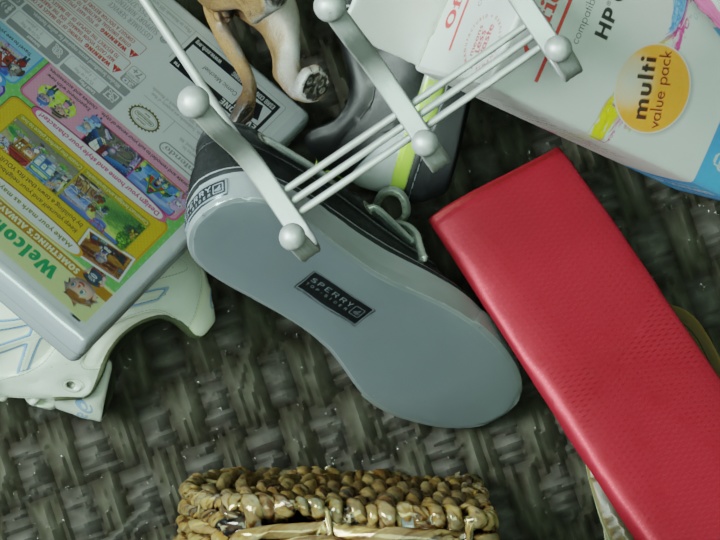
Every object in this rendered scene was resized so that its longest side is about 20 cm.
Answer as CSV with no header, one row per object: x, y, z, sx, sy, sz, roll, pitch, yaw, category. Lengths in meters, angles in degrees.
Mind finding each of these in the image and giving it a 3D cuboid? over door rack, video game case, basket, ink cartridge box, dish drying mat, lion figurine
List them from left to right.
-0.148,-0.079,1.159,0.200,0.022,0.182,40,51,2,video game case
-0.039,-0.171,1.177,0.072,0.122,0.200,23,98,-41,lion figurine
-0.023,-0.126,1.067,0.148,0.067,0.200,-34,80,4,over door rack
-0.014,0.164,1.122,0.142,0.200,0.150,3,91,0,basket
0.105,-0.116,1.140,0.200,0.068,0.116,21,90,-30,ink cartridge box
0.113,0.042,1.159,0.077,0.018,0.200,-26,74,-22,dish drying mat

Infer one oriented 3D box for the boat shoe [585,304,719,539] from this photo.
0.140,0.117,1.184,0.074,0.066,0.201,-3,70,1,boat shoe

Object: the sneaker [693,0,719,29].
0.223,-0.091,1.093,0.200,0.086,0.080,33,82,-13,sneaker

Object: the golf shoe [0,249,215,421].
-0.160,0.038,1.192,0.200,0.078,0.097,-30,95,2,golf shoe

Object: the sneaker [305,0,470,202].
0.019,-0.129,1.186,0.082,0.072,0.201,13,90,4,sneaker

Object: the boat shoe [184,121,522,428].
-0.002,0.001,1.170,0.199,0.068,0.074,31,127,-30,boat shoe
